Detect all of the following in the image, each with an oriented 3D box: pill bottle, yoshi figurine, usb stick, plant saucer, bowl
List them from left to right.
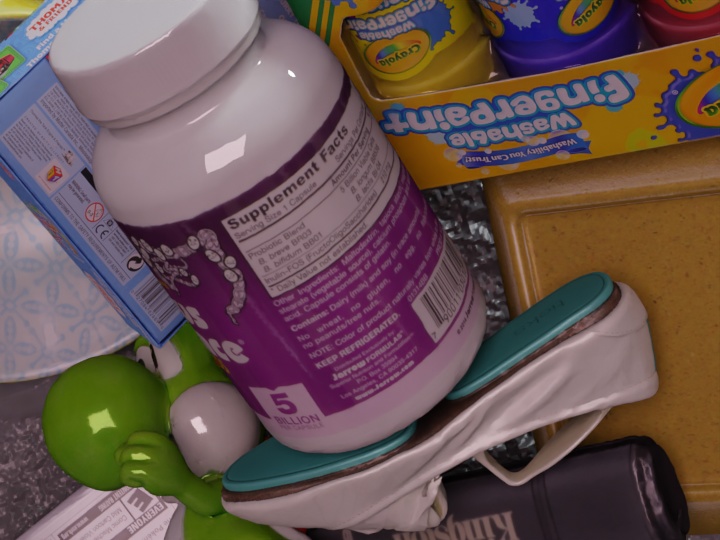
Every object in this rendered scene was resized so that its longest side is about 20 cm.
[{"bbox_3d":[-0.167,-0.058,1.110,0.200,0.200,0.108,-31,39,7],"label":"bowl"},{"bbox_3d":[-0.086,0.115,1.077,0.112,0.112,0.200,-29,66,23],"label":"yoshi figurine"},{"bbox_3d":[-0.039,-0.030,0.975,0.112,0.112,0.200,-30,119,7],"label":"pill bottle"},{"bbox_3d":[0.055,0.115,1.070,0.200,0.033,0.056,-16,98,36],"label":"usb stick"},{"bbox_3d":[0.145,0.026,1.037,0.200,0.048,0.200,-6,100,32],"label":"plant saucer"}]

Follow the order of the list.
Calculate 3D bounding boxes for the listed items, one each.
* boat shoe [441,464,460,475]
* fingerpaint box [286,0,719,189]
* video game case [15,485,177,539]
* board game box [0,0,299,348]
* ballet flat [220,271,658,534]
[{"bbox_3d":[0.000,0.000,1.106,0.076,0.074,0.200,-28,83,7],"label":"boat shoe"},{"bbox_3d":[0.075,-0.126,0.969,0.200,0.167,0.073,-9,42,23],"label":"fingerpaint box"},{"bbox_3d":[-0.121,0.210,1.143,0.200,0.022,0.182,-38,81,5],"label":"video game case"},{"bbox_3d":[-0.063,-0.087,1.037,0.200,0.151,0.037,-45,40,-11],"label":"board game box"},{"bbox_3d":[0.038,0.073,1.020,0.200,0.069,0.070,-28,83,9],"label":"ballet flat"}]
